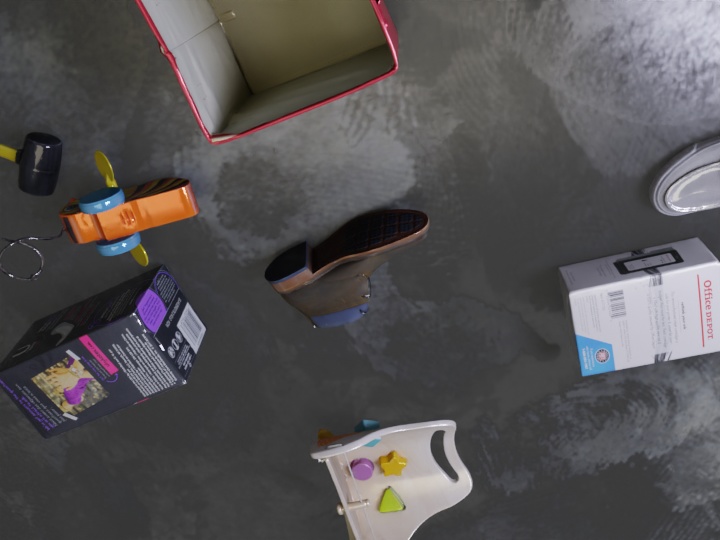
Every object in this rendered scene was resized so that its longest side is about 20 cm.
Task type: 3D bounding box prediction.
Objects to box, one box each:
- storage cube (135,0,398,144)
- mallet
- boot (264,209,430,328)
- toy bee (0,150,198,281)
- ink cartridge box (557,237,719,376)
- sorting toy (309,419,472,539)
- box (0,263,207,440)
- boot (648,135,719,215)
[{"bbox_3d":[-0.073,-0.240,0.646,0.200,0.180,0.171,-20,114,12],"label":"storage cube"},{"bbox_3d":[-0.427,-0.133,0.802,0.200,0.041,0.066,13,114,1],"label":"mallet"},{"bbox_3d":[0.000,0.000,0.833,0.200,0.075,0.097,-19,127,20],"label":"boot"},{"bbox_3d":[-0.286,-0.068,0.802,0.200,0.109,0.131,-1,111,-24],"label":"toy bee"},{"bbox_3d":[0.336,0.038,0.825,0.200,0.068,0.116,-12,116,9],"label":"ink cartridge box"},{"bbox_3d":[0.049,0.262,0.945,0.180,0.107,0.200,-16,115,3],"label":"sorting toy"},{"bbox_3d":[-0.301,0.095,0.860,0.200,0.122,0.106,-22,114,14],"label":"box"},{"bbox_3d":[0.401,-0.100,0.736,0.200,0.096,0.074,-26,113,15],"label":"boot"}]
